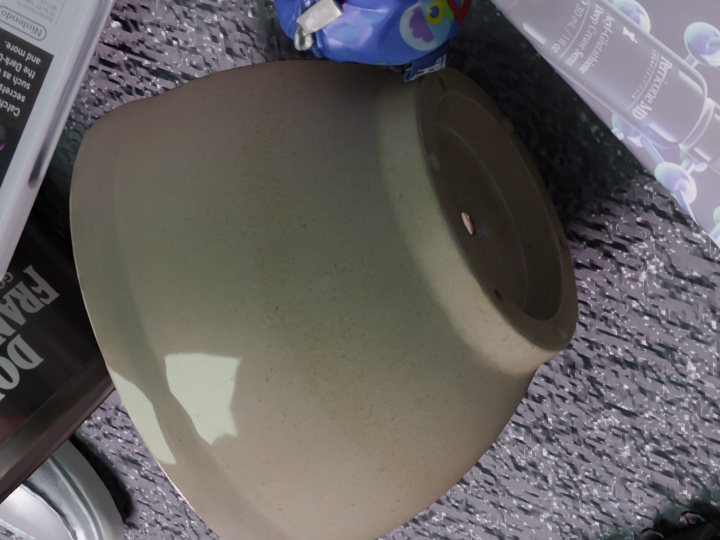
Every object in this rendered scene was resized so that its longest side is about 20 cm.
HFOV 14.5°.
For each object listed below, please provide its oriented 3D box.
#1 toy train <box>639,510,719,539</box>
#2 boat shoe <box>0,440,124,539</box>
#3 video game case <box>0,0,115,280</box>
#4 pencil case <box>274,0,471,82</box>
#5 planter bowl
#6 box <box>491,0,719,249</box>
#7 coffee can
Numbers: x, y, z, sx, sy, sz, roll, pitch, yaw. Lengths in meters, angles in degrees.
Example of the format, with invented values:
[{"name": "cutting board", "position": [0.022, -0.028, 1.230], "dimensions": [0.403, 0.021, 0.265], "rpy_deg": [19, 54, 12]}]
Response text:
[{"name": "toy train", "position": [0.104, 0.149, 1.241], "dimensions": [0.046, 0.034, 0.200], "rpy_deg": [48, 143, -8]}, {"name": "boat shoe", "position": [-0.214, 0.095, 1.459], "dimensions": [0.200, 0.071, 0.070], "rpy_deg": [37, 142, 12]}, {"name": "video game case", "position": [-0.200, -0.118, 1.213], "dimensions": [0.199, 0.023, 0.183], "rpy_deg": [28, 100, 22]}, {"name": "pencil case", "position": [-0.009, -0.157, 1.001], "dimensions": [0.078, 0.087, 0.201], "rpy_deg": [22, 148, 26]}, {"name": "planter bowl", "position": [0.000, 0.000, 1.100], "dimensions": [0.134, 0.200, 0.201], "rpy_deg": [-26, 106, 23]}, {"name": "box", "position": [0.134, -0.115, 0.917], "dimensions": [0.200, 0.107, 0.148], "rpy_deg": [46, 142, -1]}, {"name": "coffee can", "position": [-0.218, 0.014, 1.329], "dimensions": [0.200, 0.146, 0.146], "rpy_deg": [45, 142, 2]}]
